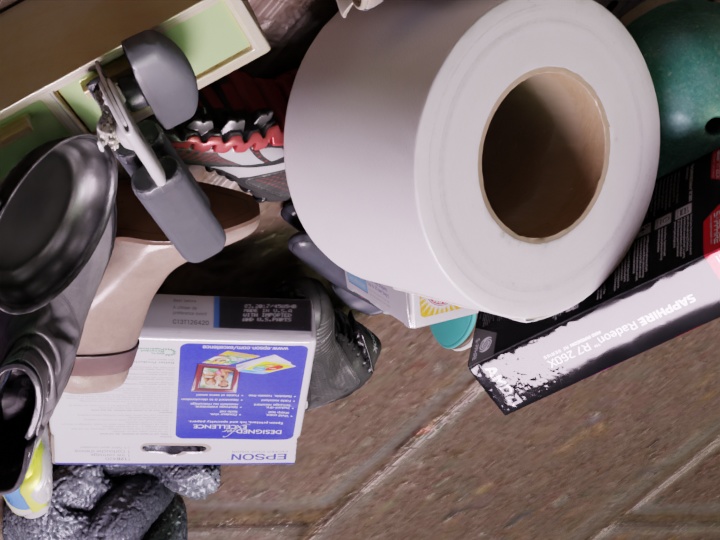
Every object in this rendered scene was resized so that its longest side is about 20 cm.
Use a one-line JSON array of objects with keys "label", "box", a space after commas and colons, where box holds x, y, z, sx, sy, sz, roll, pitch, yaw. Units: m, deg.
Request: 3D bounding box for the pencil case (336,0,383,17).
[{"label": "pencil case", "box": [0.073, -0.214, 1.125, 0.199, 0.078, 0.090, -16, 159, -18]}]

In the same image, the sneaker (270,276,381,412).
[{"label": "sneaker", "box": [-0.026, 0.055, 1.499, 0.090, 0.067, 0.200, -13, 154, -12]}]

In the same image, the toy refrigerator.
[{"label": "toy refrigerator", "box": [-0.159, -0.120, 1.096, 0.199, 0.070, 0.076, -27, 152, 3]}]

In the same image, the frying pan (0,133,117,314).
[{"label": "frying pan", "box": [-0.202, -0.019, 1.060, 0.190, 0.031, 0.115, -28, 140, -55]}]

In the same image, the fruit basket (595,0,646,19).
[{"label": "fruit basket", "box": [0.236, -0.171, 1.349, 0.199, 0.094, 0.185, 14, 134, -29]}]

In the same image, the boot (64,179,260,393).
[{"label": "boot", "box": [-0.168, 0.017, 1.279, 0.199, 0.070, 0.147, -1, 126, -6]}]

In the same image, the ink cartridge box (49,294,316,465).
[{"label": "ink cartridge box", "box": [-0.139, 0.085, 1.422, 0.196, 0.047, 0.200, 1, 149, -7]}]

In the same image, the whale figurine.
[{"label": "whale figurine", "box": [0.216, -0.085, 1.277, 0.158, 0.104, 0.201, 7, 117, -13]}]

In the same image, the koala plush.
[{"label": "koala plush", "box": [-0.191, 0.261, 1.569, 0.183, 0.201, 0.178, -10, 148, -27]}]

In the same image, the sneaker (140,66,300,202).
[{"label": "sneaker", "box": [-0.077, -0.086, 1.219, 0.200, 0.071, 0.098, -6, 143, -36]}]

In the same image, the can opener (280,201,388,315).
[{"label": "can opener", "box": [0.000, 0.000, 1.436, 0.078, 0.064, 0.200, -33, 151, 14]}]

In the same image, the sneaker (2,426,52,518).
[{"label": "sneaker", "box": [-0.287, 0.124, 1.411, 0.104, 0.076, 0.201, -6, 140, -11]}]

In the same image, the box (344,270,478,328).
[{"label": "box", "box": [0.095, -0.039, 1.363, 0.199, 0.112, 0.102, -13, 111, -24]}]

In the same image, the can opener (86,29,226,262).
[{"label": "can opener", "box": [-0.112, -0.065, 1.105, 0.066, 0.053, 0.200, -25, 155, -4]}]

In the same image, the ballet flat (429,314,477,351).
[{"label": "ballet flat", "box": [0.096, -0.004, 1.516, 0.069, 0.070, 0.200, -18, 147, -14]}]

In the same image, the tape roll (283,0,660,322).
[{"label": "tape roll", "box": [0.071, -0.079, 1.180, 0.202, 0.139, 0.204, -8, 103, -36]}]

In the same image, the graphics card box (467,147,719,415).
[{"label": "graphics card box", "box": [0.168, 0.005, 1.222, 0.199, 0.126, 0.051, -27, 116, 25]}]

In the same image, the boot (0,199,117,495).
[{"label": "boot", "box": [-0.199, 0.031, 1.167, 0.069, 0.132, 0.201, 8, 117, -2]}]
